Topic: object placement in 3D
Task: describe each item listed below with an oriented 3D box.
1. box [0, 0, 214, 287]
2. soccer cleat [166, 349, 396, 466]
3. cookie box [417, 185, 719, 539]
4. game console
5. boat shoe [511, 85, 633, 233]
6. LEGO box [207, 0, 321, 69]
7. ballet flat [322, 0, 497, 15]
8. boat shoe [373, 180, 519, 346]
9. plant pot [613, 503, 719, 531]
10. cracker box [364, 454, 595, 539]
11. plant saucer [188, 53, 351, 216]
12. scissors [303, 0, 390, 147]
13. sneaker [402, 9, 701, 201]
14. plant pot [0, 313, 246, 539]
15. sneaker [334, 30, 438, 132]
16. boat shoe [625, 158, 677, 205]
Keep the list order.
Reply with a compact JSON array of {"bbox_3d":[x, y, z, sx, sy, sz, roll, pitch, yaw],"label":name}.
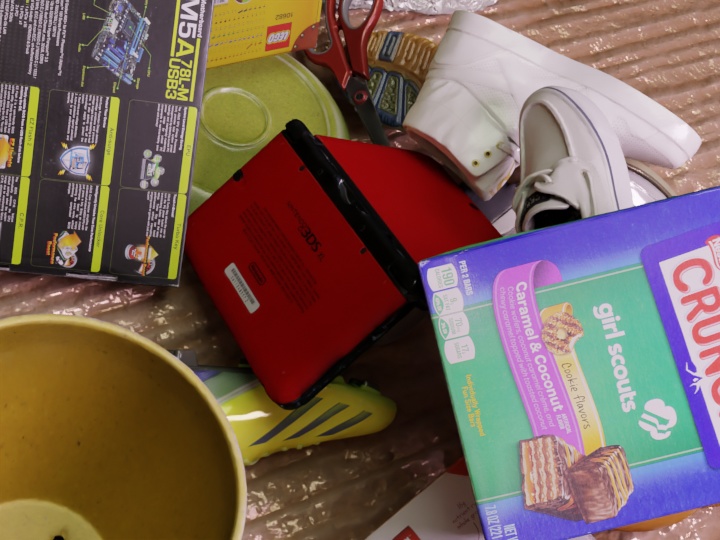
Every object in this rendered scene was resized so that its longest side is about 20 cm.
[{"bbox_3d":[-0.201,-0.098,1.004,0.191,0.047,0.202,5,99,-19],"label":"box"},{"bbox_3d":[-0.073,0.097,0.998,0.198,0.065,0.085,7,85,-22],"label":"soccer cleat"},{"bbox_3d":[0.147,0.053,0.874,0.198,0.075,0.173,-14,90,3],"label":"cookie box"},{"bbox_3d":[0.000,0.000,1.022,0.172,0.119,0.200,-42,43,5],"label":"game console"},{"bbox_3d":[0.128,-0.035,0.984,0.065,0.072,0.202,10,59,-36],"label":"boat shoe"},{"bbox_3d":[-0.147,-0.214,1.130,0.198,0.078,0.149,-15,45,-28],"label":"LEGO box"},{"bbox_3d":[0.041,-0.246,1.258,0.198,0.072,0.072,-8,60,-26],"label":"ballet flat"},{"bbox_3d":[0.053,-0.016,1.102,0.060,0.074,0.200,43,51,11],"label":"boat shoe"},{"bbox_3d":[0.223,0.078,1.042,0.182,0.200,0.202,11,53,-32],"label":"plant pot"},{"bbox_3d":[0.098,0.215,0.933,0.134,0.058,0.200,-40,73,3],"label":"cracker box"},{"bbox_3d":[-0.095,-0.105,1.133,0.198,0.031,0.202,10,54,-14],"label":"plant saucer"},{"bbox_3d":[-0.008,-0.135,1.167,0.073,0.014,0.202,-16,63,18],"label":"scissors"},{"bbox_3d":[0.129,-0.090,1.089,0.199,0.074,0.116,26,83,14],"label":"sneaker"},{"bbox_3d":[-0.175,0.146,0.863,0.198,0.142,0.202,9,55,-14],"label":"plant pot"},{"bbox_3d":[0.074,-0.122,1.192,0.198,0.088,0.076,21,81,18],"label":"sneaker"},{"bbox_3d":[0.206,-0.022,1.147,0.199,0.075,0.069,28,51,-17],"label":"boat shoe"}]
